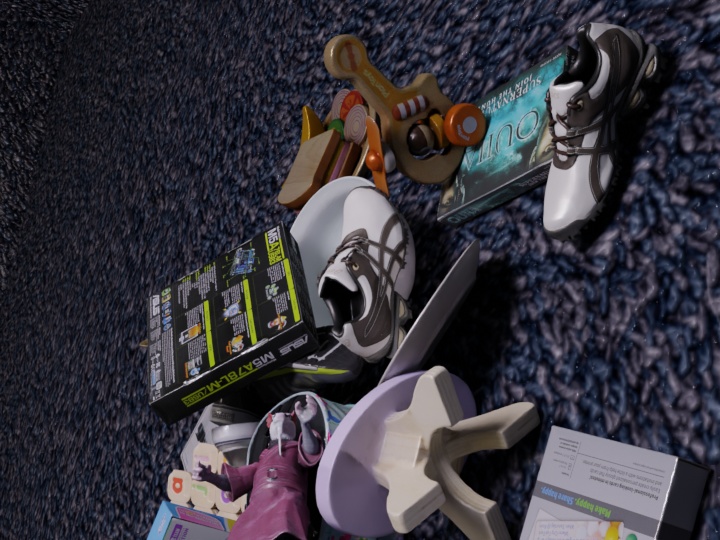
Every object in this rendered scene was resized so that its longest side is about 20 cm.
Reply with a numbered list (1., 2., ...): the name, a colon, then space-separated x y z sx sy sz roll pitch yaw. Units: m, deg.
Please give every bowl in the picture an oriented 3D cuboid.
1. bowl: 0.000 0.000 1.346 0.200 0.090 0.204 -21 62 44

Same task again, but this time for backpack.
1. backpack: -0.044 0.233 1.212 0.177 0.149 0.202 -35 51 45

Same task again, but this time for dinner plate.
1. dinner plate: 0.072 0.058 1.171 0.201 0.024 0.200 -56 -7 -10

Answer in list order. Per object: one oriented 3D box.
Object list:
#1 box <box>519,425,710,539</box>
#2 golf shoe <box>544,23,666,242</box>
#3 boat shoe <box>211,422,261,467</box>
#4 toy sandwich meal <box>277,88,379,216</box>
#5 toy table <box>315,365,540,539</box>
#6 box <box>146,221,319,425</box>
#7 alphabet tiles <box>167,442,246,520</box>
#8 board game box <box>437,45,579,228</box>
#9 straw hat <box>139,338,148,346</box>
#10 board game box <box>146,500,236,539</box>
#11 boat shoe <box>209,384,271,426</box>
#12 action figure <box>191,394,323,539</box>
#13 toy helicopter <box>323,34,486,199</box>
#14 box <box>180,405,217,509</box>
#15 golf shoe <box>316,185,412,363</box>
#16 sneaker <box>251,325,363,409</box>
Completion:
1. box: 0.182 0.234 0.915 0.155 0.041 0.202 5 77 63
2. golf shoe: 0.198 -0.130 1.072 0.078 0.094 0.202 27 96 62
3. boat shoe: -0.117 0.222 1.348 0.200 0.071 0.067 60 -157 -67
4. toy sandwich meal: -0.048 -0.163 1.596 0.205 0.070 0.207 -42 37 42
5. toy table: 0.065 0.167 1.052 0.116 0.185 0.200 -1 36 51
6. box: -0.147 0.055 1.296 0.192 0.048 0.201 -27 35 6
7. alphabet tiles: -0.182 0.324 1.480 0.194 0.015 0.203 -1 84 42
8. board game box: 0.157 -0.138 1.242 0.199 0.028 0.137 -27 47 53
9. straw hat: -0.171 0.113 1.449 0.200 0.199 0.086 -3 97 61
10. board game box: -0.152 0.352 1.276 0.040 0.198 0.154 28 95 63
11. boat shoe: -0.130 0.166 1.415 0.069 0.200 0.067 7 77 19
12. action figure: -0.069 0.212 1.087 0.133 0.149 0.201 -21 35 23
13. toy helicopter: 0.030 -0.167 1.246 0.133 0.200 0.079 -52 25 -10
14. box: -0.165 0.207 1.560 0.201 0.060 0.117 -62 28 13
15. golf shoe: 0.000 -0.007 1.209 0.077 0.094 0.202 -29 57 35
16. sneaker: -0.057 0.114 1.284 0.074 0.081 0.199 -40 18 -31
